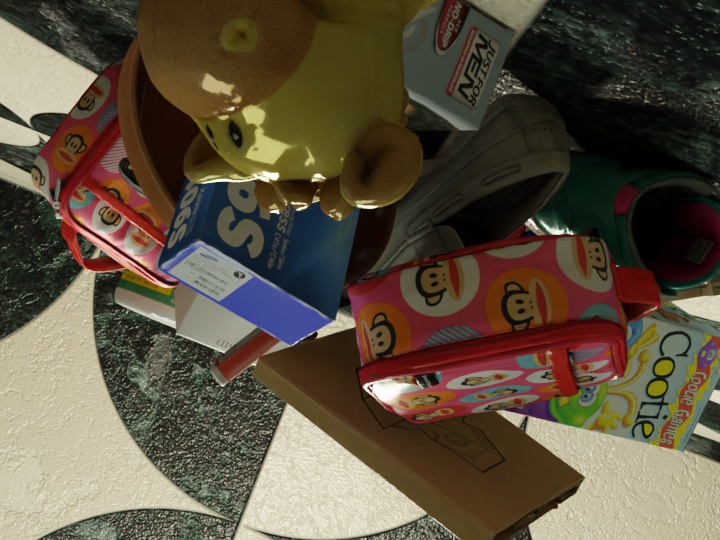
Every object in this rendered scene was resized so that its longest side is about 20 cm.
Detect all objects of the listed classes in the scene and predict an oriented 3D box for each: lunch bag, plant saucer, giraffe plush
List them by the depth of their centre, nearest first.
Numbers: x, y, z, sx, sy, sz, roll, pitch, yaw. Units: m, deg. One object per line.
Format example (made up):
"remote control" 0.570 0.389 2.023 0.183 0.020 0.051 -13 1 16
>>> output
"giraffe plush" -0.024 -0.109 0.534 0.200 0.162 0.173 23 173 -12
"lunch bag" 0.093 0.034 0.827 0.176 0.082 0.200 -13 166 9
"plant saucer" -0.062 -0.075 0.833 0.200 0.201 0.032 25 142 -31
"lunch bag" -0.196 -0.075 1.218 0.082 0.176 0.200 38 178 35

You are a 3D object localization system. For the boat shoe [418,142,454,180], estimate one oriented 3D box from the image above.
"boat shoe" 0.076 -0.055 1.075 0.073 0.068 0.199 23 173 -18

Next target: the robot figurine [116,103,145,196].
"robot figurine" -0.069 -0.090 0.943 0.200 0.145 0.058 11 159 0

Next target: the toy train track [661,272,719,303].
"toy train track" 0.269 0.003 1.073 0.114 0.033 0.200 -10 178 4

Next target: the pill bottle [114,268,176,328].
"pill bottle" -0.160 -0.041 1.366 0.113 0.200 0.113 22 174 3

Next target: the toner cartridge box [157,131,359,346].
"toner cartridge box" -0.044 -0.066 0.788 0.095 0.200 0.043 32 140 -27

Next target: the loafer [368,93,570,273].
"loafer" 0.062 -0.029 0.877 0.070 0.070 0.200 9 138 -31

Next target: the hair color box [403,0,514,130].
"hair color box" -0.027 -0.142 0.731 0.200 0.061 0.099 24 173 -30

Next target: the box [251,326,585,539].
"box" 0.043 0.109 0.943 0.200 0.021 0.163 36 -158 21

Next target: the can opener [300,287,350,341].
"can opener" 0.000 0.000 0.980 0.200 0.079 0.063 -11 -155 -33

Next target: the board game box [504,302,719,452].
"board game box" 0.179 0.063 1.083 0.200 0.103 0.105 15 -167 -32

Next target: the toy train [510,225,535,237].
"toy train" 0.090 0.031 1.268 0.085 0.200 0.116 58 -177 -1

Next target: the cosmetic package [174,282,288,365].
"cosmetic package" -0.077 -0.022 1.211 0.107 0.200 0.085 22 -159 -19

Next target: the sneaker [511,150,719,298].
"sneaker" 0.202 -0.021 0.919 0.121 0.084 0.200 24 179 44

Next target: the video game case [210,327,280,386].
"video game case" -0.038 0.023 1.106 0.017 0.200 0.143 52 175 -2
